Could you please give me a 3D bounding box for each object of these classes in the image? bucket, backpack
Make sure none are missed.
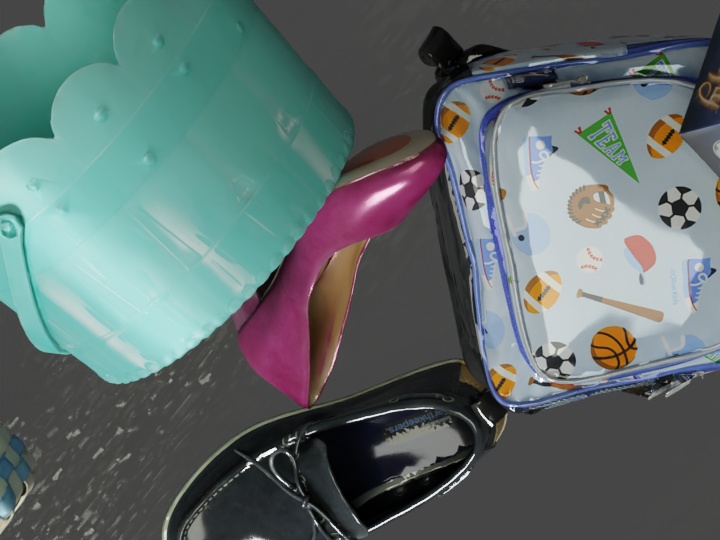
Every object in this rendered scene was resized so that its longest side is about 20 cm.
[{"bbox_3d":[-0.111,-0.055,1.206,0.207,0.207,0.135,-41,109,14],"label":"bucket"},{"bbox_3d":[0.136,-0.030,1.222,0.189,0.154,0.201,-12,100,-8],"label":"backpack"}]

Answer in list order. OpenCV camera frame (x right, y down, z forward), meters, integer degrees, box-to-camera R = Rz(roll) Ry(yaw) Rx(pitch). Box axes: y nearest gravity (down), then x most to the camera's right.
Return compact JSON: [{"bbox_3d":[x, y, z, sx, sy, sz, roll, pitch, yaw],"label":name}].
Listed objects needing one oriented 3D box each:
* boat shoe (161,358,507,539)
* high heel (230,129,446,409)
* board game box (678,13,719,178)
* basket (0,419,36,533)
[{"bbox_3d":[-0.017,0.108,1.313,0.199,0.062,0.075,-25,103,12],"label":"boat shoe"},{"bbox_3d":[0.000,0.000,1.243,0.096,0.067,0.200,56,146,-3],"label":"high heel"},{"bbox_3d":[0.233,-0.056,1.181,0.034,0.136,0.200,-14,134,43],"label":"board game box"},{"bbox_3d":[-0.281,0.099,1.291,0.200,0.139,0.177,38,103,-13],"label":"basket"}]
